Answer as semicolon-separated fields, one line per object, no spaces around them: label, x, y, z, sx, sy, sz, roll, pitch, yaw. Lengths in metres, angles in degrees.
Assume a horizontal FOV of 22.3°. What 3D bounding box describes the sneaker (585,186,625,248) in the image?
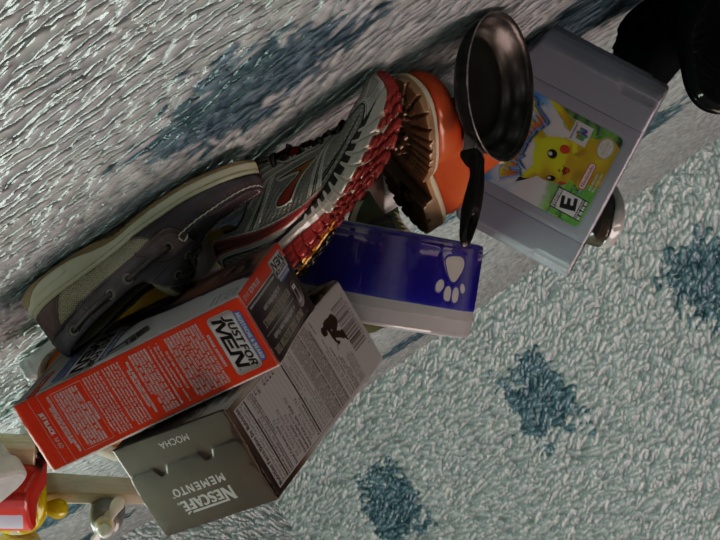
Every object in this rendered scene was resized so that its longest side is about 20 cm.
sneaker;0.156;-0.082;1.678;0.082;0.200;0.077;-12;132;-39

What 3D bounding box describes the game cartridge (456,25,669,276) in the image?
game cartridge;0.166;-0.105;1.597;0.200;0.133;0.040;-65;169;27

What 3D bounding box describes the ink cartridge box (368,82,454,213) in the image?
ink cartridge box;0.014;-0.084;1.612;0.174;0.044;0.200;-33;173;-4

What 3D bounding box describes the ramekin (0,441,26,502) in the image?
ramekin;-0.381;0.177;1.489;0.202;0.094;0.202;-31;173;-4

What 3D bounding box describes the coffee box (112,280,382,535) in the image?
coffee box;-0.080;0.100;1.368;0.113;0.080;0.200;-21;-163;33

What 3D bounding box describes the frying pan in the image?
frying pan;0.098;-0.103;1.386;0.031;0.190;0.115;0;171;31

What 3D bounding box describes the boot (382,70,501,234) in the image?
boot;0.070;-0.115;1.446;0.107;0.075;0.200;-36;159;-9

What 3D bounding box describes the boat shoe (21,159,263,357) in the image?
boat shoe;-0.150;-0.008;1.332;0.200;0.065;0.072;-32;173;1

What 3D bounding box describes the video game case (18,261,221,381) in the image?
video game case;-0.182;0.028;1.613;0.182;0.023;0.200;-36;172;24

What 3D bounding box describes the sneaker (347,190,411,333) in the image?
sneaker;0.030;-0.009;1.708;0.090;0.067;0.200;-8;-146;21

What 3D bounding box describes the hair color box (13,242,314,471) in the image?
hair color box;-0.141;0.062;1.328;0.200;0.064;0.111;-25;-167;20

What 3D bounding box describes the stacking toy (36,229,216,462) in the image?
stacking toy;-0.159;0.042;1.450;0.146;0.146;0.200;-22;145;-55

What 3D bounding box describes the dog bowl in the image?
dog bowl;0.000;0.000;1.529;0.200;0.079;0.200;11;-179;0

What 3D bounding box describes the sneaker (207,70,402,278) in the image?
sneaker;-0.042;-0.069;1.360;0.200;0.082;0.078;-52;173;13

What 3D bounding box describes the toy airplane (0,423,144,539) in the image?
toy airplane;-0.318;0.210;1.701;0.200;0.141;0.199;0;178;38

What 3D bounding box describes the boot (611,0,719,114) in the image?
boot;0.286;-0.189;1.616;0.168;0.076;0.200;134;-28;-55
